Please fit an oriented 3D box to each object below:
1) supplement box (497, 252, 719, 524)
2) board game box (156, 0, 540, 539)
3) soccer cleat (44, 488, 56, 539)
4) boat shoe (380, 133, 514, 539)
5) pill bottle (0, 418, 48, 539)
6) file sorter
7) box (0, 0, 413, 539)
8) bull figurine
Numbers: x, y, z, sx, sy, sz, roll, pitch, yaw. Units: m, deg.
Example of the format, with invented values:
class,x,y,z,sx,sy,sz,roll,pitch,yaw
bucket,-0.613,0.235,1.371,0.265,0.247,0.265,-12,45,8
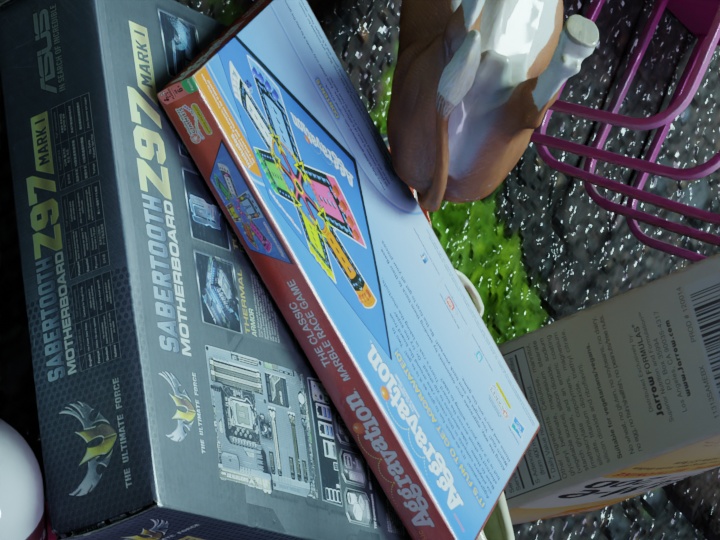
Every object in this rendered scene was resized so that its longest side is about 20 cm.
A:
class,x,y,z,sx,sy,sz,roll,pitch,yaw
supplement box,0.135,0.050,1.157,0.126,0.199,0.074,-3,73,-50
board game box,0.000,0.000,0.976,0.201,0.019,0.103,61,28,-13
soccer cleat,-0.050,0.112,1.050,0.199,0.069,0.087,-12,103,-50
boat shoe,0.023,0.035,1.070,0.071,0.062,0.202,20,59,-50
pill bottle,-0.157,0.115,0.885,0.113,0.112,0.202,-24,121,-45
file sorter,0.147,-0.087,1.175,0.200,0.138,0.126,35,77,-51
box,-0.055,0.007,0.952,0.157,0.051,0.202,20,55,-54
bull figurine,0.051,-0.119,1.024,0.065,0.122,0.201,13,56,-14
